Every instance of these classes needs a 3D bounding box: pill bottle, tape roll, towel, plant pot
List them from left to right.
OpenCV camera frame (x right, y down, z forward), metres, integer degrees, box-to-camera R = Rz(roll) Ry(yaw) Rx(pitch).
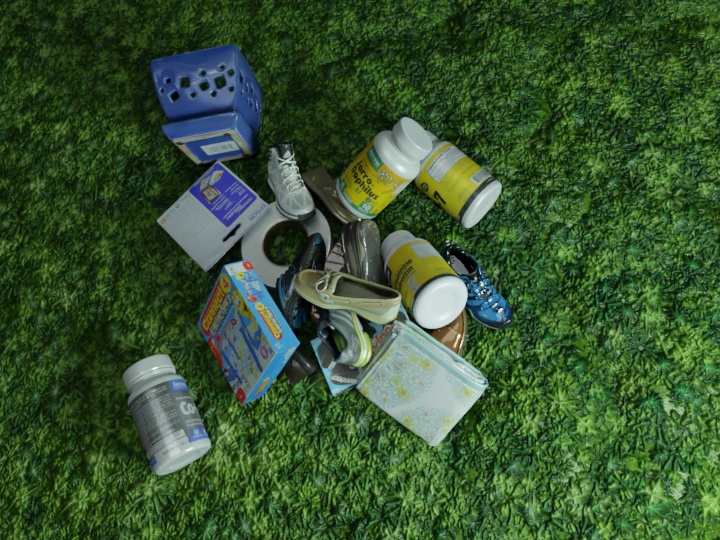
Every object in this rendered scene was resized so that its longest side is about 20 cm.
[{"bbox_3d":[-0.376,0.273,1.041,0.113,0.114,0.202,-30,71,-3],"label":"pill bottle"},{"bbox_3d":[-0.328,-0.351,1.200,0.196,0.200,0.183,-9,78,4],"label":"plant pot"},{"bbox_3d":[-0.156,-0.055,1.161,0.199,0.037,0.207,-2,71,7],"label":"tape roll"},{"bbox_3d":[0.048,-0.204,1.082,0.200,0.112,0.114,-41,65,36],"label":"pill bottle"},{"bbox_3d":[0.105,0.203,0.983,0.199,0.048,0.172,36,118,4],"label":"towel"},{"bbox_3d":[0.111,0.008,1.038,0.111,0.113,0.201,-30,41,-3],"label":"pill bottle"},{"bbox_3d":[0.183,-0.193,1.123,0.114,0.115,0.200,-44,72,-8],"label":"pill bottle"}]

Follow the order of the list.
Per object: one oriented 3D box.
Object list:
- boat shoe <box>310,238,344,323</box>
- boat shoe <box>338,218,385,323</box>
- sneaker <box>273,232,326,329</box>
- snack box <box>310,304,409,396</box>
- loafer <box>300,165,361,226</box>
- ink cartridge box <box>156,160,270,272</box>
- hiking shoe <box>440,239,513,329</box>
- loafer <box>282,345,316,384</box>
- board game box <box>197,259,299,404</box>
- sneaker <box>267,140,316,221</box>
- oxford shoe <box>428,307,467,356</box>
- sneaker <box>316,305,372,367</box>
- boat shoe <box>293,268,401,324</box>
[{"bbox_3d":[-0.047,0.017,1.106,0.070,0.065,0.202,25,80,6],"label":"boat shoe"},{"bbox_3d":[0.000,0.000,1.044,0.072,0.074,0.204,6,105,33],"label":"boat shoe"},{"bbox_3d":[-0.129,0.011,1.079,0.081,0.073,0.203,10,68,24],"label":"sneaker"},{"bbox_3d":[0.013,0.152,1.072,0.197,0.037,0.118,-26,71,-2],"label":"snack box"},{"bbox_3d":[-0.051,-0.156,1.160,0.067,0.076,0.200,-42,72,-1],"label":"loafer"},{"bbox_3d":[-0.318,-0.115,1.185,0.199,0.044,0.198,40,80,26],"label":"ink cartridge box"},{"bbox_3d":[0.222,0.033,1.058,0.074,0.087,0.200,-40,72,-7],"label":"hiking shoe"},{"bbox_3d":[-0.176,0.148,1.077,0.200,0.073,0.072,42,91,22],"label":"loafer"},{"bbox_3d":[-0.221,0.120,1.034,0.055,0.201,0.197,-17,63,-43],"label":"board game box"},{"bbox_3d":[-0.154,-0.196,1.131,0.075,0.117,0.201,-19,47,-18],"label":"sneaker"},{"bbox_3d":[0.158,0.124,1.035,0.070,0.071,0.204,13,71,-21],"label":"oxford shoe"},{"bbox_3d":[-0.050,0.085,0.997,0.074,0.080,0.202,-43,63,25],"label":"sneaker"},{"bbox_3d":[-0.024,0.034,0.965,0.198,0.064,0.074,21,47,9],"label":"boat shoe"}]
